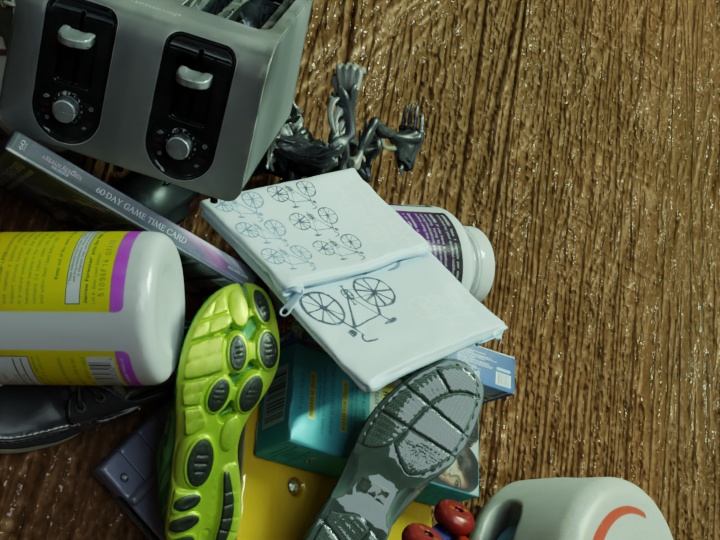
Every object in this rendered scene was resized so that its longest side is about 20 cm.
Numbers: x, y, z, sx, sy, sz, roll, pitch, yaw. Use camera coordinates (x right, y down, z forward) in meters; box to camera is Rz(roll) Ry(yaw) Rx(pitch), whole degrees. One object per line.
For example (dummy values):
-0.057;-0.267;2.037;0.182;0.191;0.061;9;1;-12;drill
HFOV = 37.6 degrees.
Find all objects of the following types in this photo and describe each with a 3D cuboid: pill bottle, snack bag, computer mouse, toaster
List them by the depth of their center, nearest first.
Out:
-0.227;0.025;0.723;0.198;0.104;0.105;0;69;4;pill bottle
-0.135;-0.155;0.771;0.179;0.119;0.200;19;30;1;toaster
0.000;0.000;0.809;0.200;0.021;0.188;47;36;22;snack bag
-0.140;-0.094;0.917;0.059;0.034;0.200;49;50;-8;computer mouse
0.022;-0.004;0.952;0.199;0.112;0.113;1;73;-35;pill bottle

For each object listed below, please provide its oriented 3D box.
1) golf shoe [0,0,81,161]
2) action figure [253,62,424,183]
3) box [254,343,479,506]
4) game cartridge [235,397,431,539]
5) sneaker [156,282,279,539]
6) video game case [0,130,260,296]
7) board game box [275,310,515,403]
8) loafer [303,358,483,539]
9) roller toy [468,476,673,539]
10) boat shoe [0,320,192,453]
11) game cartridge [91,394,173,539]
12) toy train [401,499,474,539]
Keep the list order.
-0.266;-0.181;0.825;0.077;0.088;0.201;-21;86;-31;golf shoe
-0.034;-0.125;0.948;0.199;0.118;0.103;-6;88;-53;action figure
0.011;0.131;0.867;0.199;0.049;0.083;22;57;-33;box
-0.023;0.189;0.866;0.199;0.032;0.178;23;56;-34;game cartridge
-0.114;0.104;0.766;0.074;0.083;0.202;11;94;-29;sneaker
-0.185;-0.036;0.798;0.199;0.143;0.019;33;74;-22;video game case
0.013;0.080;0.902;0.199;0.135;0.035;20;62;-29;board game box
0.018;0.151;0.802;0.072;0.063;0.200;38;76;-1;loafer
0.187;0.278;0.951;0.199;0.139;0.184;-19;93;-44;roller toy
-0.193;0.078;0.787;0.199;0.065;0.072;-15;79;-27;boat shoe
-0.103;0.189;0.845;0.200;0.038;0.130;51;56;-9;game cartridge
0.092;0.243;0.824;0.115;0.085;0.200;32;14;19;toy train
